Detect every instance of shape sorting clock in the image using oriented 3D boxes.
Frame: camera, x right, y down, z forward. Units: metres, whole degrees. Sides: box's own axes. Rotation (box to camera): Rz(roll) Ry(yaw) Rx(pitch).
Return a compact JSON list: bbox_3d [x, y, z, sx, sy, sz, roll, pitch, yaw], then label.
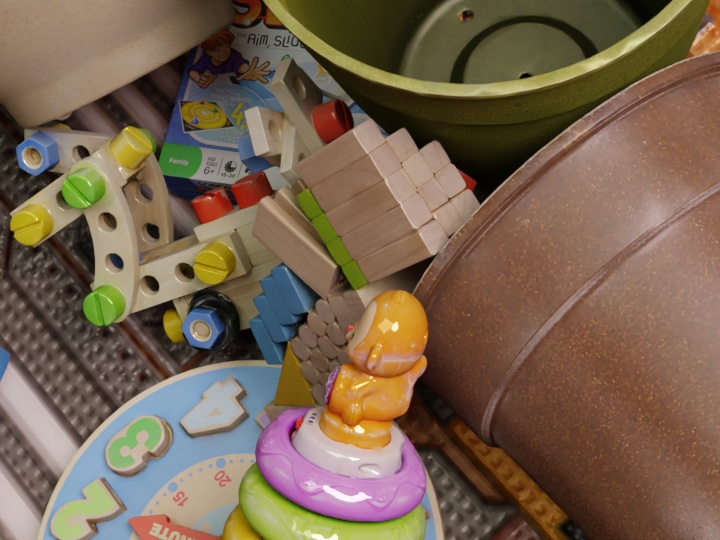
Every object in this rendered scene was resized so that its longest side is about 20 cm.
[{"bbox_3d":[-0.059,0.136,0.854,0.200,0.039,0.200,-5,70,15],"label":"shape sorting clock"}]

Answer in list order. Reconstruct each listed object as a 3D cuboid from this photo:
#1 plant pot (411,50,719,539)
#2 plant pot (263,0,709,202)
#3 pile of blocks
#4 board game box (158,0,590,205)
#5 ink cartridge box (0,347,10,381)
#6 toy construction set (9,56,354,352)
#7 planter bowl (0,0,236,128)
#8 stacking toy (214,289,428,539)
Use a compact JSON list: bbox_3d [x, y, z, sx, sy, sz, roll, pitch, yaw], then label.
[{"bbox_3d":[0.149,0.051,0.739,0.200,0.200,0.198,-38,68,1],"label":"plant pot"},{"bbox_3d":[0.063,-0.122,0.783,0.200,0.193,0.201,-4,69,9],"label":"plant pot"},{"bbox_3d":[0.000,0.000,0.792,0.082,0.200,0.062,43,52,17],"label":"pile of blocks"},{"bbox_3d":[0.009,-0.091,0.918,0.200,0.034,0.136,8,73,19],"label":"board game box"},{"bbox_3d":[-0.280,0.023,0.871,0.144,0.200,0.085,19,77,21],"label":"ink cartridge box"},{"bbox_3d":[-0.068,-0.031,0.864,0.200,0.092,0.131,-15,104,39],"label":"toy construction set"},{"bbox_3d":[-0.140,-0.152,0.879,0.200,0.200,0.135,-27,103,6],"label":"planter bowl"},{"bbox_3d":[-0.010,0.097,0.735,0.110,0.116,0.200,18,114,9],"label":"stacking toy"}]
